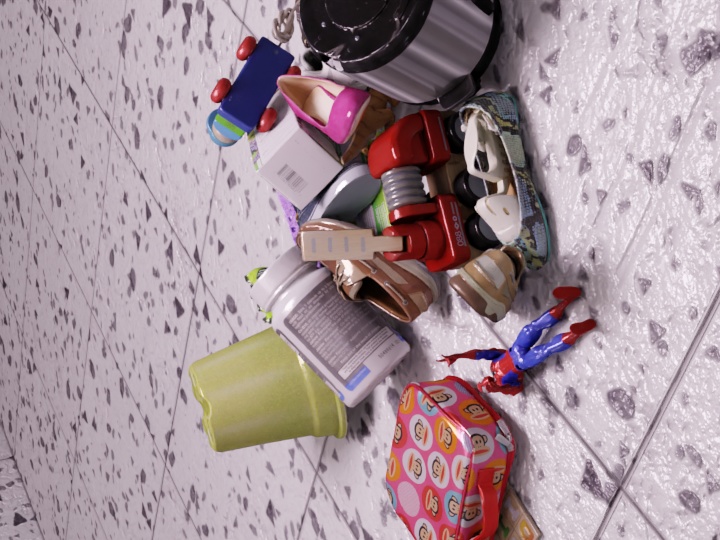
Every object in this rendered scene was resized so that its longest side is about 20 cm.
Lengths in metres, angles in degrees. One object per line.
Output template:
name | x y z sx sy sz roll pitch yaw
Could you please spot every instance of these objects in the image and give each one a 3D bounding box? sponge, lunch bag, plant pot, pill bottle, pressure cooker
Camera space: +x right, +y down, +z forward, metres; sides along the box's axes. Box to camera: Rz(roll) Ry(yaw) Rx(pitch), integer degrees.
sponge | -0.070 -0.010 1.683 0.112 0.030 0.201 76 176 -72
lunch bag | 0.109 0.242 1.409 0.176 0.082 0.201 44 133 48
plant pot | -0.138 0.169 1.685 0.200 0.184 0.201 163 90 -76
pill bottle | -0.042 0.068 1.542 0.200 0.114 0.114 46 142 7
pressure cooker | 0.053 -0.274 1.291 0.178 0.200 0.176 15 89 38

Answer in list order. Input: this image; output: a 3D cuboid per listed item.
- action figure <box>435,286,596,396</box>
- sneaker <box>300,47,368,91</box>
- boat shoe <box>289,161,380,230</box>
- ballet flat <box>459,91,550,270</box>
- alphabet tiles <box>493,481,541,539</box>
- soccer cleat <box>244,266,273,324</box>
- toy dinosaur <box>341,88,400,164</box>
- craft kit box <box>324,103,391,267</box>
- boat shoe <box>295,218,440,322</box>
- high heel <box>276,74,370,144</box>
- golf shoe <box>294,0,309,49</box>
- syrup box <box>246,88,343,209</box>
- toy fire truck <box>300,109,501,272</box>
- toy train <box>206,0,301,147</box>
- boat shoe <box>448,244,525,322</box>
action figure | 0.158 0.091 1.288 0.200 0.099 0.065 -55 50 54
sneaker | -0.037 -0.249 1.516 0.074 0.088 0.200 -60 8 -15
boat shoe | -0.043 -0.104 1.533 0.200 0.071 0.091 -50 56 54
ballet flat | 0.148 -0.094 1.285 0.074 0.074 0.201 -31 71 59
alphabet tiles | 0.153 0.314 1.437 0.200 0.006 0.167 58 143 37
soccer cleat | -0.113 0.026 1.690 0.200 0.081 0.068 -134 27 -72
toy dinosaur | 0.010 -0.175 1.434 0.060 0.200 0.106 8 149 28
craft kit box | -0.003 -0.097 1.579 0.197 0.048 0.201 -26 74 62
boat shoe | 0.000 0.000 1.473 0.200 0.072 0.076 25 149 20
high heel | -0.047 -0.200 1.390 0.067 0.096 0.200 -60 12 7
golf shoe | -0.033 -0.319 1.553 0.200 0.077 0.095 -121 32 -53
syrup box | -0.088 -0.162 1.530 0.081 0.079 0.200 -45 24 10
toy fire truck | 0.038 -0.079 1.346 0.129 0.199 0.177 -27 73 59
toy train | -0.130 -0.255 1.548 0.200 0.085 0.116 -63 13 -24
boat shoe | 0.145 0.008 1.266 0.072 0.076 0.200 44 -175 4
